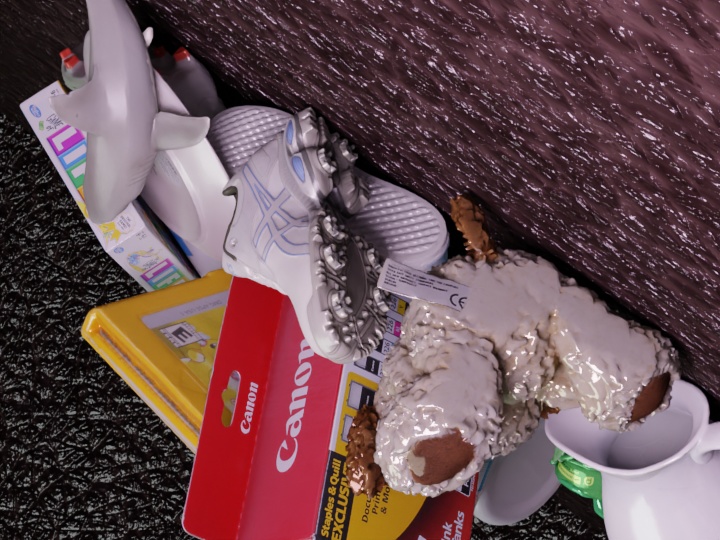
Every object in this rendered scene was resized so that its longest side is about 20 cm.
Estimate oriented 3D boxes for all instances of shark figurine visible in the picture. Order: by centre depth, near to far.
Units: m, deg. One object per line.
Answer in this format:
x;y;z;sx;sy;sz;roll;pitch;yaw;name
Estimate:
-0.180;-0.136;1.413;0.128;0.089;0.215;-8;99;46;shark figurine

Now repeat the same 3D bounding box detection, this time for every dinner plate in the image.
-0.142;-0.080;1.518;0.200;0.024;0.200;47;161;22;dinner plate

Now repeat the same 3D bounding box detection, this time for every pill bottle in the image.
0.075;0.115;1.802;0.200;0.116;0.116;36;176;40;pill bottle

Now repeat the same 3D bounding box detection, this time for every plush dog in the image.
0.066;0.060;1.312;0.161;0.200;0.172;64;154;21;plush dog

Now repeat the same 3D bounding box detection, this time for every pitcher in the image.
0.232;0.152;1.420;0.172;0.121;0.200;12;148;41;pitcher

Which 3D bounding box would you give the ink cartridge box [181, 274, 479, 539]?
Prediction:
-0.009;0.101;1.399;0.176;0.200;0.084;28;149;-35;ink cartridge box

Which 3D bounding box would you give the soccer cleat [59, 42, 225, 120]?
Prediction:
-0.164;-0.134;1.617;0.200;0.069;0.078;24;149;56;soccer cleat

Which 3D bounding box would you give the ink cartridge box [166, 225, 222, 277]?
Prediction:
-0.097;-0.034;1.721;0.146;0.086;0.200;56;-177;2;ink cartridge box

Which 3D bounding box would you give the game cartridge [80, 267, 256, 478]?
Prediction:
-0.068;0.068;1.506;0.176;0.032;0.200;43;-144;21;game cartridge

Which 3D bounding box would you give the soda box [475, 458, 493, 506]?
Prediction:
0.014;0.127;1.737;0.064;0.068;0.200;1;-154;-45;soda box

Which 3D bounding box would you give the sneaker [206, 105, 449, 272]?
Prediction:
-0.027;-0.037;1.476;0.200;0.074;0.082;35;153;25;sneaker

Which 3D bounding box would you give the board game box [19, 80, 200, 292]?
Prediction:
-0.177;-0.046;1.609;0.134;0.034;0.200;57;-179;19;board game box

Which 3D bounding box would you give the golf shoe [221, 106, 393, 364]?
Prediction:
-0.040;-0.006;1.366;0.078;0.097;0.200;44;-155;-37;golf shoe

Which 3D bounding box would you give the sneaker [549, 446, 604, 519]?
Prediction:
0.172;0.116;1.508;0.074;0.084;0.200;25;159;38;sneaker
